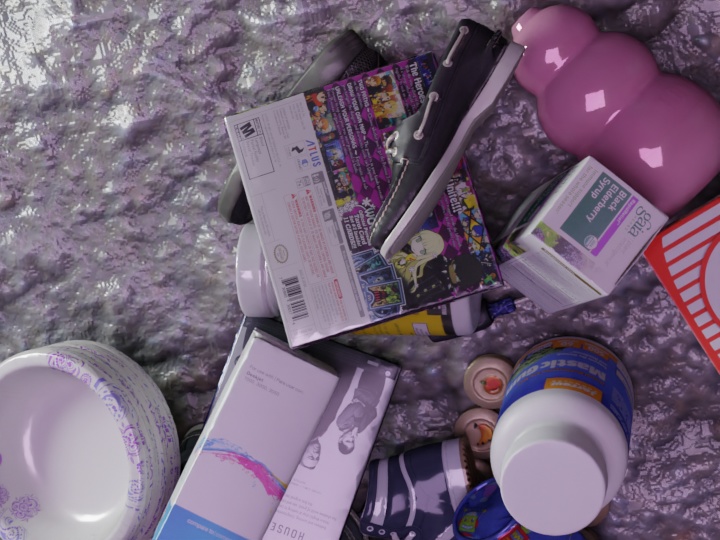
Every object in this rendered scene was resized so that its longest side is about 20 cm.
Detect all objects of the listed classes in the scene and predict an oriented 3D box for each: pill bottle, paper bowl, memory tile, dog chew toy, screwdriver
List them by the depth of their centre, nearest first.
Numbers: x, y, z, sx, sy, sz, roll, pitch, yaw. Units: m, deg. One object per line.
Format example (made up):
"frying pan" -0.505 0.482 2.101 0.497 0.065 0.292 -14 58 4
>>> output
"dog chew toy" 0.201 -0.134 1.390 0.200 0.125 0.125 46 110 3
"pill bottle" 0.166 0.137 1.420 0.112 0.200 0.112 3 108 10
"pill bottle" 0.000 0.000 1.473 0.200 0.111 0.111 0 108 11
"screwdriver" 0.148 0.024 1.492 0.200 0.029 0.028 -19 103 21
"memory tile" 0.154 0.177 1.550 0.153 0.017 0.200 11 110 8
"paper bowl" -0.250 0.163 1.560 0.200 0.104 0.201 4 99 27

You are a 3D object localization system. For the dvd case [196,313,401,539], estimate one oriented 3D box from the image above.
"dvd case" -0.066 0.154 1.541 0.150 0.025 0.200 20 89 1

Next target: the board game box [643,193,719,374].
"board game box" 0.338 -0.009 1.316 0.200 0.046 0.152 -34 89 25

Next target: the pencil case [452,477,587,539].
"pencil case" 0.166 0.252 1.501 0.087 0.078 0.200 -50 119 -9

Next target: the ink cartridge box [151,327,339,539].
"ink cartridge box" -0.096 0.155 1.455 0.085 0.145 0.200 25 89 -3

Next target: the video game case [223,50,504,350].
"video game case" 0.002 -0.056 1.397 0.181 0.036 0.200 -18 85 7

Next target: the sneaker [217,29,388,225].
"sneaker" -0.033 -0.095 1.467 0.114 0.076 0.199 42 105 3

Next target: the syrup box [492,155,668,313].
"syrup box" 0.166 -0.025 1.376 0.081 0.200 0.079 38 82 -1

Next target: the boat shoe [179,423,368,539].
"boat shoe" -0.085 0.217 1.585 0.200 0.062 0.073 34 111 -1

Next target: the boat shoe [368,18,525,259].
"boat shoe" 0.054 -0.104 1.339 0.060 0.074 0.200 31 86 6

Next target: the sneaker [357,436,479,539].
"sneaker" 0.061 0.252 1.545 0.108 0.070 0.200 -10 98 9
